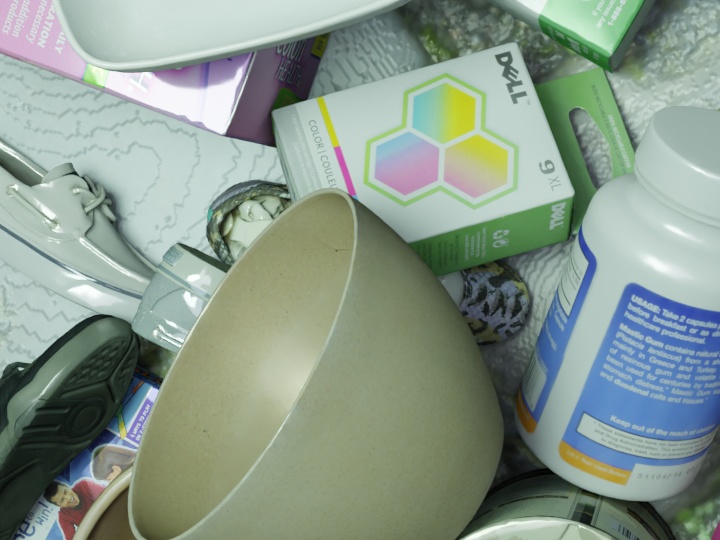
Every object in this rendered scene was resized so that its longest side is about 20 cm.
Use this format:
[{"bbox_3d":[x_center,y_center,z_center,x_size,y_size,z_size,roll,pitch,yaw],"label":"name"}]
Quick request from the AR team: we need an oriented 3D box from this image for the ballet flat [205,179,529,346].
[{"bbox_3d":[0.000,0.000,1.167,0.200,0.072,0.072,19,94,8],"label":"ballet flat"}]

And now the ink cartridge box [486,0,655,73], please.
[{"bbox_3d":[0.093,-0.226,1.139,0.200,0.083,0.147,30,95,8],"label":"ink cartridge box"}]

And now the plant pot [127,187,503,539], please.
[{"bbox_3d":[-0.008,0.077,1.009,0.134,0.200,0.200,31,96,-21],"label":"plant pot"}]

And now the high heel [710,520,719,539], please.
[{"bbox_3d":[0.237,0.132,1.045,0.067,0.096,0.200,39,97,6],"label":"high heel"}]

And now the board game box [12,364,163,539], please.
[{"bbox_3d":[-0.149,0.165,1.209,0.135,0.034,0.200,30,95,7],"label":"board game box"}]

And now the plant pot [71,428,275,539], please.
[{"bbox_3d":[-0.068,0.184,1.138,0.201,0.093,0.201,0,95,-2],"label":"plant pot"}]

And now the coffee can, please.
[{"bbox_3d":[0.104,0.192,1.088,0.146,0.200,0.146,0,91,9],"label":"coffee can"}]

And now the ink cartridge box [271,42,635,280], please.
[{"bbox_3d":[0.059,-0.061,1.122,0.200,0.059,0.104,-15,65,-5],"label":"ink cartridge box"}]

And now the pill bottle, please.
[{"bbox_3d":[0.164,0.017,1.084,0.112,0.112,0.200,23,120,8],"label":"pill bottle"}]

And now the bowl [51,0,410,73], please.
[{"bbox_3d":[-0.063,-0.200,0.998,0.200,0.075,0.200,-14,82,4],"label":"bowl"}]

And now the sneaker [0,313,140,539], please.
[{"bbox_3d":[-0.217,0.081,1.175,0.199,0.076,0.114,-50,60,20],"label":"sneaker"}]

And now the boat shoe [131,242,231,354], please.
[{"bbox_3d":[-0.042,0.062,1.158,0.201,0.070,0.072,33,94,-12],"label":"boat shoe"}]

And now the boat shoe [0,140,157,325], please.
[{"bbox_3d":[-0.183,-0.033,1.197,0.200,0.072,0.066,31,100,15],"label":"boat shoe"}]

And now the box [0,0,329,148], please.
[{"bbox_3d":[-0.132,-0.148,1.130,0.200,0.176,0.097,20,94,7],"label":"box"}]

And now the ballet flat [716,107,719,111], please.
[{"bbox_3d":[0.219,-0.066,1.132,0.071,0.071,0.200,37,97,6],"label":"ballet flat"}]
